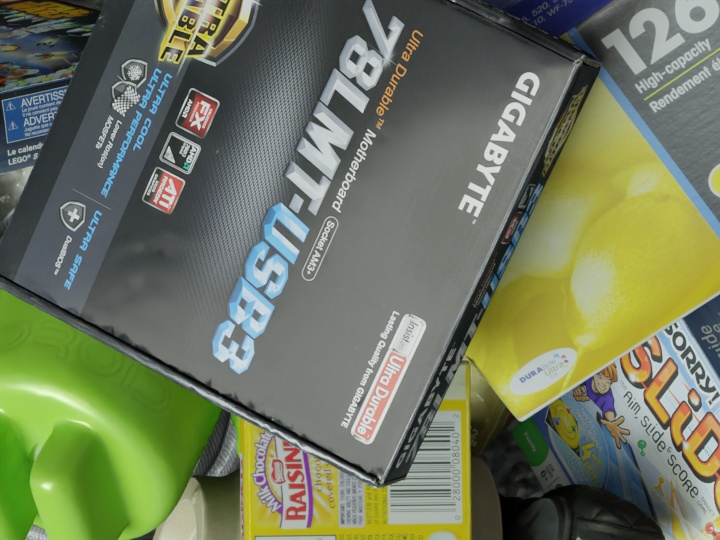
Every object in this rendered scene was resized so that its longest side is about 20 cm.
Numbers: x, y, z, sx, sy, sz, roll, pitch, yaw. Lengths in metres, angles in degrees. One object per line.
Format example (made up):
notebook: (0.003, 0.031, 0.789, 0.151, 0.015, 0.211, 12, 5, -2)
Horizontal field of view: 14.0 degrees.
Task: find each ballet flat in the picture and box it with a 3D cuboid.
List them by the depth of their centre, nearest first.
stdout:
ballet flat: (0.079, 0.137, 1.374, 0.057, 0.200, 0.067, 16, 78, -16)

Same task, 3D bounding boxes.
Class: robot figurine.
robot figurine: (-0.115, 0.041, 1.333, 0.175, 0.200, 0.116, 6, 138, 21)

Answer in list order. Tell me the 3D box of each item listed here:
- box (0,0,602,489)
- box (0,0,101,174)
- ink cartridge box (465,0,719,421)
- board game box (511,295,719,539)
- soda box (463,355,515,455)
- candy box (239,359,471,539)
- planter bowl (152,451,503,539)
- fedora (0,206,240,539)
box: (-0.030, -0.042, 1.227, 0.198, 0.050, 0.201, 28, 99, 15)
box: (-0.169, -0.089, 1.360, 0.200, 0.136, 0.040, 19, 118, 52)
ink cartridge box: (0.091, -0.063, 1.254, 0.197, 0.047, 0.200, -33, 115, 16)
board game box: (0.159, 0.117, 1.334, 0.200, 0.034, 0.135, 60, 137, 22)
soda box: (0.000, 0.000, 1.406, 0.200, 0.064, 0.068, 32, 118, 10)
candy box: (-0.002, 0.139, 1.278, 0.102, 0.026, 0.201, 1, 85, -7)
planter bowl: (-0.031, 0.167, 1.377, 0.134, 0.200, 0.201, 15, 117, -15)
fedora: (-0.141, 0.060, 1.472, 0.176, 0.090, 0.201, 25, 116, 14)
